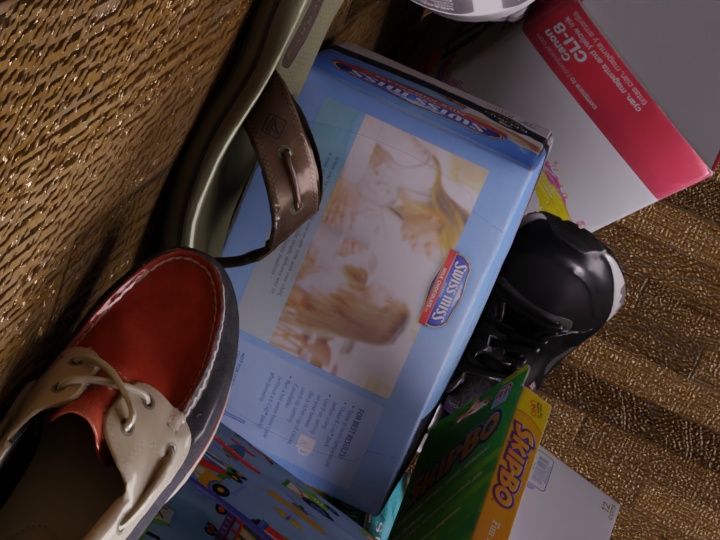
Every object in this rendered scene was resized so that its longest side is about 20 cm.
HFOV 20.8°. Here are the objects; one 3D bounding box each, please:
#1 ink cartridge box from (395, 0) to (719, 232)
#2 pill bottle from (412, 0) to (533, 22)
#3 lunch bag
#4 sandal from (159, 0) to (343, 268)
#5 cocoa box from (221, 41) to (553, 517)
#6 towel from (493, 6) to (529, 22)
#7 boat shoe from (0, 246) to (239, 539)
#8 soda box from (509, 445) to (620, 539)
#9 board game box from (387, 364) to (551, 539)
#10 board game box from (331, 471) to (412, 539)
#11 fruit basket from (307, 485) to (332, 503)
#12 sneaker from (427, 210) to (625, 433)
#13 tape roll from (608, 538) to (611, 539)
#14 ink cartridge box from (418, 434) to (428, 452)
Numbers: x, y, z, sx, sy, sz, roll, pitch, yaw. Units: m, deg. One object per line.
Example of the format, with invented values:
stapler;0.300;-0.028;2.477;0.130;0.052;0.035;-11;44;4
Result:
ink cartridge box;0.126;-0.114;1.251;0.199;0.145;0.146;-28;-159;41
pill bottle;0.048;-0.178;0.872;0.200;0.113;0.114;47;68;-83
lunch bag;-0.042;0.126;0.849;0.151;0.199;0.095;9;105;-83
sandal;-0.037;-0.056;0.864;0.080;0.057;0.202;19;95;-83
cocoa box;0.000;0.000;1.020;0.131;0.133;0.201;-46;160;-75
towel;0.094;-0.257;1.104;0.166;0.085;0.201;82;31;-81
boat shoe;-0.106;0.070;0.740;0.201;0.071;0.063;-59;169;-21
soda box;0.065;0.190;0.995;0.068;0.064;0.201;-37;-158;50
board game box;0.041;0.142;0.997;0.095;0.030;0.201;-38;-156;47
board game box;0.005;0.224;1.226;0.135;0.028;0.202;37;60;-66
fruit basket;-0.060;0.183;1.228;0.216;0.155;0.216;-51;-176;5
sneaker;0.088;0.046;1.107;0.088;0.075;0.200;-57;175;-29
tape roll;0.098;0.241;1.070;0.201;0.065;0.200;-57;-170;16
ink cartridge box;0.036;0.079;1.268;0.115;0.199;0.068;87;28;-86
